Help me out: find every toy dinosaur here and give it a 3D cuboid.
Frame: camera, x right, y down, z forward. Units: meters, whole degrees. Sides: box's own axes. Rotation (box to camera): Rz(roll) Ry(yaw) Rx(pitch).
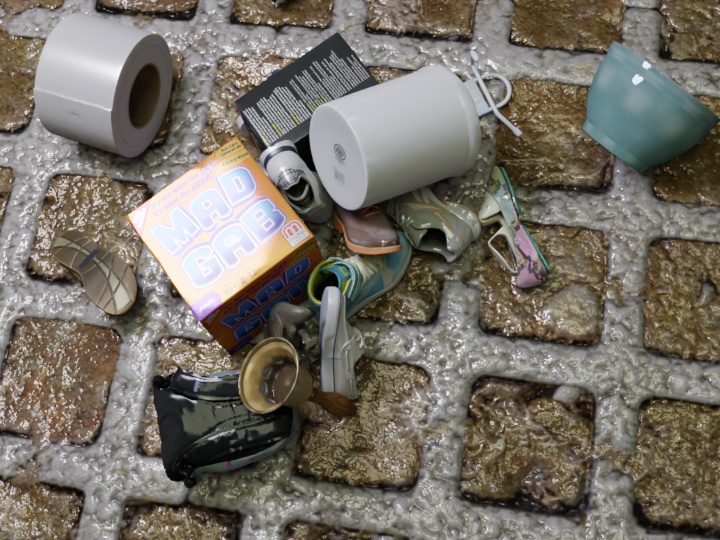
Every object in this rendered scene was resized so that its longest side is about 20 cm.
[{"bbox_3d":[-0.106,0.090,1.380,0.077,0.200,0.103,-33,71,-15],"label":"toy dinosaur"}]

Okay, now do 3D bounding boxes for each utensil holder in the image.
[{"bbox_3d":[0.048,-0.194,1.400,0.199,0.170,0.171,-21,69,-27],"label":"utensil holder"}]

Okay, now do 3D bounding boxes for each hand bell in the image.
[{"bbox_3d":[-0.069,0.174,1.346,0.103,0.200,0.105,-16,61,30],"label":"hand bell"}]

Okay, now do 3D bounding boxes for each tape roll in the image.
[{"bbox_3d":[-0.408,-0.297,1.538,0.138,0.203,0.204,17,74,10],"label":"tape roll"}]

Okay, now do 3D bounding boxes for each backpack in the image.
[{"bbox_3d":[-0.190,0.212,1.390,0.198,0.127,0.169,-12,84,-1],"label":"backpack"}]

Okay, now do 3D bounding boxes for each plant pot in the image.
[{"bbox_3d":[0.424,-0.235,1.459,0.200,0.200,0.135,42,107,16],"label":"plant pot"}]

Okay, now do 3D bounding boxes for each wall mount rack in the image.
[{"bbox_3d":[0.164,-0.252,1.535,0.199,0.075,0.175,-25,73,-2],"label":"wall mount rack"}]

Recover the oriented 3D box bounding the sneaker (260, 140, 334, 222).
[{"bbox_3d":[-0.087,-0.113,1.448,0.076,0.200,0.081,-36,59,6],"label":"sneaker"}]

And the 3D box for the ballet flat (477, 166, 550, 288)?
[{"bbox_3d":[0.224,-0.065,1.475,0.071,0.069,0.201,-21,75,-1],"label":"ballet flat"}]

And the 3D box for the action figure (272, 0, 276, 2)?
[{"bbox_3d":[-0.082,-0.539,1.657,0.199,0.070,0.130,-34,63,-10],"label":"action figure"}]

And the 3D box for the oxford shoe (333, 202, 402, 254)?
[{"bbox_3d":[0.005,-0.079,1.436,0.071,0.074,0.200,-10,25,-22],"label":"oxford shoe"}]

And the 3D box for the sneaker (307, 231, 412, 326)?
[{"bbox_3d":[0.000,0.000,1.439,0.200,0.131,0.079,-44,73,-10],"label":"sneaker"}]

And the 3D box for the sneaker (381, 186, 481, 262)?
[{"bbox_3d":[0.083,-0.083,1.473,0.199,0.076,0.092,26,49,14],"label":"sneaker"}]

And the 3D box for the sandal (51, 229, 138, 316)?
[{"bbox_3d":[-0.416,0.005,1.522,0.199,0.054,0.080,36,72,30],"label":"sandal"}]

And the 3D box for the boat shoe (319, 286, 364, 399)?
[{"bbox_3d":[-0.026,0.107,1.391,0.065,0.201,0.074,-2,38,-7],"label":"boat shoe"}]

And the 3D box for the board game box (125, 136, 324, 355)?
[{"bbox_3d":[-0.190,-0.031,1.430,0.199,0.200,0.200,-37,72,-6],"label":"board game box"}]

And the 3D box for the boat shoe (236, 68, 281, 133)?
[{"bbox_3d":[-0.127,-0.301,1.580,0.199,0.072,0.068,-35,74,-9],"label":"boat shoe"}]

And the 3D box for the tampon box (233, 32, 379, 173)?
[{"bbox_3d":[-0.073,-0.242,1.511,0.199,0.150,0.127,-34,68,-6],"label":"tampon box"}]
